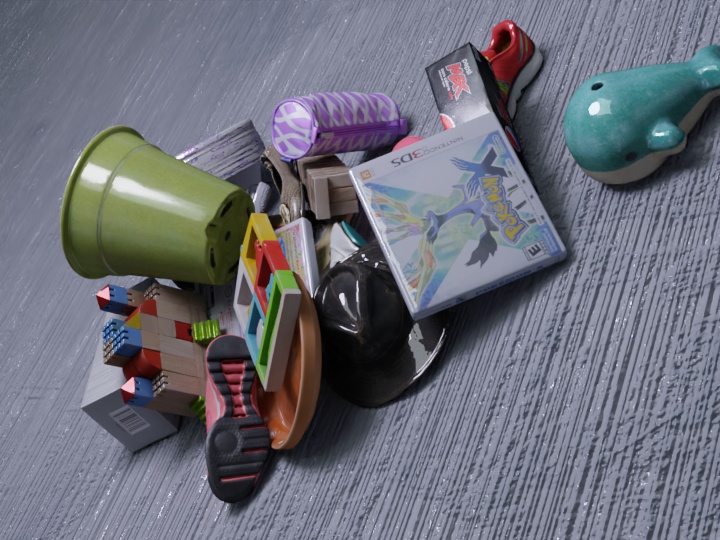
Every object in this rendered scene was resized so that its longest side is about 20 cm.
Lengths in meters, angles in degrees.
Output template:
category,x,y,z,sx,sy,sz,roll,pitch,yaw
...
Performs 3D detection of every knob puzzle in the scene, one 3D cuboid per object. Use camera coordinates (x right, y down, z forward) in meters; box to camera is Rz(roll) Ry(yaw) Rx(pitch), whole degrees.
category,x,y,z,sx,sy,sz,roll,pitch,yaw
knob puzzle,-0.103,0.006,1.711,0.219,0.030,0.220,-27,36,21

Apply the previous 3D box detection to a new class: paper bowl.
category,x,y,z,sx,sy,sz,roll,pitch,yaw
paper bowl,-0.223,-0.129,1.886,0.200,0.105,0.201,-27,6,3

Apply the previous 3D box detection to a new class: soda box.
category,x,y,z,sx,sy,sz,roll,pitch,yaw
soda box,0.141,-0.168,1.559,0.070,0.063,0.201,-28,57,21

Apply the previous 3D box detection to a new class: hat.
category,x,y,z,sx,sy,sz,roll,pitch,yaw
hat,0.001,0.045,1.457,0.200,0.081,0.202,-16,61,31

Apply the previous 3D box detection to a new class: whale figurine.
category,x,y,z,sx,sy,sz,roll,pitch,yaw
whale figurine,0.311,-0.185,1.423,0.199,0.104,0.160,-33,33,14

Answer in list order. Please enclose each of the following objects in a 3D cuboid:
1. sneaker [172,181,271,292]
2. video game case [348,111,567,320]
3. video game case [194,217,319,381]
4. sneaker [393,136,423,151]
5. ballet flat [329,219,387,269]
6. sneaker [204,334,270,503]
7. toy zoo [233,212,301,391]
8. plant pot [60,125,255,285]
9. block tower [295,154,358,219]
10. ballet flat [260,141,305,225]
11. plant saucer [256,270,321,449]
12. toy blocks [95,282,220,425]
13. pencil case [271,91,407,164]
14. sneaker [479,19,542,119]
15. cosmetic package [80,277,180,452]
category,x,y,z,sx,sy,sz,roll,pitch,yaw
sneaker,-0.212,-0.058,1.779,0.200,0.114,0.076,-52,10,20
video game case,0.104,-0.064,1.448,0.181,0.022,0.201,-22,63,-3
video game case,-0.126,0.055,1.630,0.181,0.024,0.201,-25,56,25
sneaker,0.070,-0.124,1.611,0.074,0.087,0.201,-34,33,11
ballet flat,0.000,0.000,1.582,0.069,0.069,0.200,-43,36,-2
sneaker,-0.145,0.180,1.529,0.073,0.087,0.201,1,61,-8
toy zoo,-0.111,0.025,1.492,0.200,0.020,0.132,-117,35,-52
plant pot,-0.240,-0.064,1.641,0.189,0.201,0.201,15,59,22
block tower,-0.045,-0.114,1.707,0.057,0.054,0.200,-8,15,-7
ballet flat,-0.102,-0.111,1.740,0.046,0.068,0.201,-4,41,-9
plant saucer,-0.082,0.100,1.482,0.200,0.032,0.202,-179,90,-70
toy blocks,-0.254,0.092,1.606,0.100,0.136,0.201,-40,48,37
pencil case,-0.030,-0.193,1.728,0.085,0.085,0.199,9,16,37
sneaker,0.156,-0.235,1.663,0.077,0.085,0.201,-4,49,46
cosmetic package,-0.282,0.118,1.704,0.090,0.107,0.201,-27,34,23
